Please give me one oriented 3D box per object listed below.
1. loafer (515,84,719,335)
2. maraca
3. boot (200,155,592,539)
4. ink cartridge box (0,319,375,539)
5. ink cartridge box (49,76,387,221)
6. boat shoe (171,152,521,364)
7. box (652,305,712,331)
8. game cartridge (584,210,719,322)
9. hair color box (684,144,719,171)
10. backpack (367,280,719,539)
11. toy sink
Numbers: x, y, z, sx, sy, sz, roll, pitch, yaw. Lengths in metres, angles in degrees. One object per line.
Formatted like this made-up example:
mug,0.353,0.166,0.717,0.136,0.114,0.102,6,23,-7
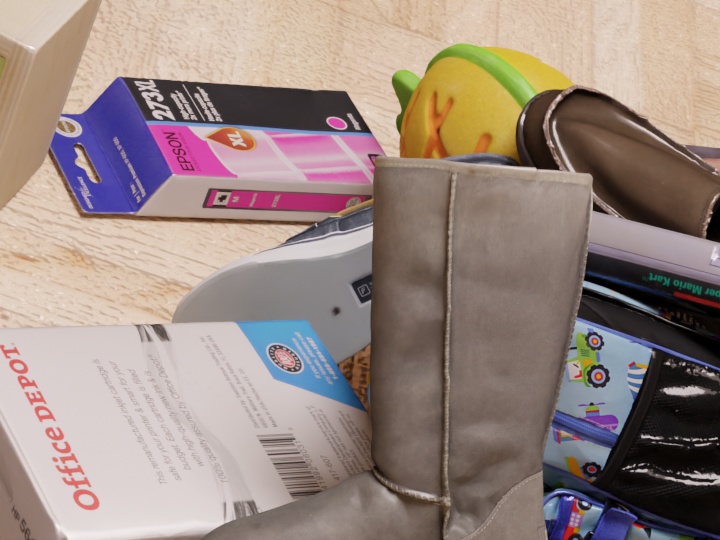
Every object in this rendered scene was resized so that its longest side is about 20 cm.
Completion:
loafer,0.171,-0.033,1.541,0.200,0.071,0.073,38,59,2
maraca,0.071,-0.063,1.666,0.107,0.137,0.200,-24,10,-20
boot,0.012,0.050,1.310,0.182,0.200,0.073,0,8,-7
ink cartridge box,-0.091,0.101,1.411,0.200,0.084,0.146,-1,41,-33
ink cartridge box,-0.080,-0.069,1.704,0.200,0.037,0.095,-1,40,-29
boat shoe,0.000,0.000,1.561,0.091,0.200,0.071,-66,135,-70
box,0.162,0.076,1.560,0.200,0.036,0.143,3,75,-18
game cartridge,0.159,0.005,1.436,0.200,0.038,0.130,16,0,34
hair color box,0.227,-0.024,1.805,0.200,0.061,0.100,5,38,-28
backpack,0.092,0.069,1.424,0.200,0.135,0.183,19,-3,-13
toy sink,-0.259,-0.130,1.590,0.200,0.130,0.112,28,34,5
